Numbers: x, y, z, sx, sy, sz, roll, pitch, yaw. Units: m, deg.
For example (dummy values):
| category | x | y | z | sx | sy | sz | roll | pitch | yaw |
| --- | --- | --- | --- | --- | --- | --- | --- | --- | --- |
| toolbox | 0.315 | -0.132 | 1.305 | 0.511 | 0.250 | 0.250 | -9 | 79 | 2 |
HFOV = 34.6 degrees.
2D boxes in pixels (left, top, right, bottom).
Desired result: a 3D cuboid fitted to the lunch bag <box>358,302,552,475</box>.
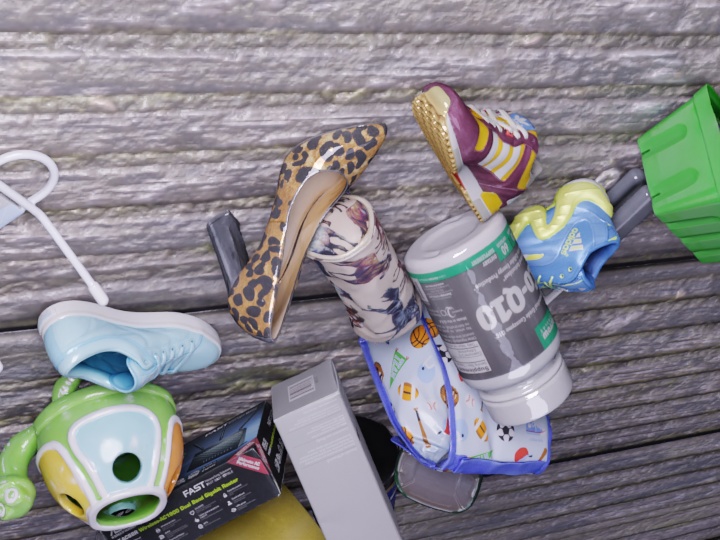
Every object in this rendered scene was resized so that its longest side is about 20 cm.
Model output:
| category | x | y | z | sx | sy | sz | roll | pitch | yaw |
| --- | --- | --- | --- | --- | --- | --- | --- | --- | --- |
| lunch bag | 0.111 | 0.138 | 1.284 | 0.169 | 0.201 | 0.124 | 9 | 134 | -41 |

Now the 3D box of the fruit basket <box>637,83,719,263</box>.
| category | x | y | z | sx | sy | sz | roll | pitch | yaw |
| --- | --- | --- | --- | --- | --- | --- | --- | --- | --- |
| fruit basket | 0.412 | -0.112 | 1.198 | 0.213 | 0.157 | 0.216 | -5 | 154 | -2 |

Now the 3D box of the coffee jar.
| category | x | y | z | sx | sy | sz | roll | pitch | yaw |
| --- | --- | --- | --- | --- | --- | --- | --- | --- | --- |
| coffee jar | 0.104 | 0.229 | 1.422 | 0.200 | 0.103 | 0.086 | -19 | 126 | -79 |

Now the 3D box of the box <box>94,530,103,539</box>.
| category | x | y | z | sx | sy | sz | roll | pitch | yaw |
| --- | --- | --- | --- | --- | --- | --- | --- | --- | --- |
| box | -0.258 | 0.326 | 1.341 | 0.109 | 0.035 | 0.200 | -21 | -169 | -4 |

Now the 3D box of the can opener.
| category | x | y | z | sx | sy | sz | roll | pitch | yaw |
| --- | --- | --- | --- | --- | --- | --- | --- | --- | --- |
| can opener | 0.242 | -0.032 | 1.266 | 0.066 | 0.053 | 0.200 | 19 | 126 | -45 |

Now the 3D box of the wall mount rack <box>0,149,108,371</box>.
| category | x | y | z | sx | sy | sz | roll | pitch | yaw |
| --- | --- | --- | --- | --- | --- | --- | --- | --- | --- |
| wall mount rack | -0.310 | -0.004 | 0.942 | 0.199 | 0.075 | 0.174 | -30 | 146 | 10 |

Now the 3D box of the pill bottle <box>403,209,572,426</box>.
| category | x | y | z | sx | sy | sz | roll | pitch | yaw |
| --- | --- | --- | --- | --- | --- | --- | --- | --- | --- |
| pill bottle | 0.134 | 0.048 | 1.171 | 0.112 | 0.113 | 0.201 | -27 | 107 | 5 |

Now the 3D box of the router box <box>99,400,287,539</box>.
| category | x | y | z | sx | sy | sz | roll | pitch | yaw |
| --- | --- | --- | --- | --- | --- | --- | --- | --- | --- |
| router box | -0.179 | 0.237 | 1.286 | 0.198 | 0.063 | 0.150 | -28 | -169 | 6 |

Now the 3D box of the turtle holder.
| category | x | y | z | sx | sy | sz | roll | pitch | yaw |
| --- | --- | --- | --- | --- | --- | --- | --- | --- | --- |
| turtle holder | -0.265 | 0.185 | 1.160 | 0.184 | 0.133 | 0.141 | 9 | 134 | -40 |

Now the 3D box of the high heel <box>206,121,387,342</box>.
| category | x | y | z | sx | sy | sz | roll | pitch | yaw |
| --- | --- | --- | --- | --- | --- | --- | --- | --- | --- |
| high heel | -0.039 | -0.033 | 1.010 | 0.199 | 0.144 | 0.071 | -34 | 145 | 15 |

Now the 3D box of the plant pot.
| category | x | y | z | sx | sy | sz | roll | pitch | yaw |
| --- | --- | --- | --- | --- | --- | --- | --- | --- | --- |
| plant pot | -0.121 | 0.357 | 1.468 | 0.142 | 0.200 | 0.201 | -38 | 148 | -12 |

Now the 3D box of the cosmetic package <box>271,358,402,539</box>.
| category | x | y | z | sx | sy | sz | roll | pitch | yaw |
| --- | --- | --- | --- | --- | --- | --- | --- | --- | --- |
| cosmetic package | -0.028 | 0.219 | 1.303 | 0.089 | 0.107 | 0.202 | -25 | 108 | 0 |

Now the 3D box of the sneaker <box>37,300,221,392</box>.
| category | x | y | z | sx | sy | sz | roll | pitch | yaw |
| --- | --- | --- | --- | --- | --- | --- | --- | --- | --- |
| sneaker | -0.216 | 0.088 | 1.119 | 0.198 | 0.083 | 0.074 | 9 | 135 | -40 |

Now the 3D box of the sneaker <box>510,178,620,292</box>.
| category | x | y | z | sx | sy | sz | roll | pitch | yaw |
| --- | --- | --- | --- | --- | --- | --- | --- | --- | --- |
| sneaker | 0.185 | -0.009 | 1.216 | 0.199 | 0.106 | 0.076 | -37 | 144 | 17 |

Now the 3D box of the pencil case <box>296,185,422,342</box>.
| category | x | y | z | sx | sy | sz | roll | pitch | yaw |
| --- | --- | --- | --- | --- | --- | --- | --- | --- | --- |
| pencil case | 0.000 | 0.000 | 1.139 | 0.078 | 0.089 | 0.200 | -49 | 148 | -11 |

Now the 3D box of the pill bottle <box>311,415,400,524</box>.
| category | x | y | z | sx | sy | sz | roll | pitch | yaw |
| --- | --- | --- | --- | --- | --- | --- | --- | --- | --- |
| pill bottle | -0.008 | 0.282 | 1.482 | 0.111 | 0.113 | 0.201 | -15 | 145 | -13 |

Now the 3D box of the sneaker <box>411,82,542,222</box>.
| category | x | y | z | sx | sy | sz | roll | pitch | yaw |
| --- | --- | --- | --- | --- | --- | --- | --- | --- | --- |
| sneaker | 0.112 | -0.125 | 1.055 | 0.090 | 0.075 | 0.200 | -35 | 152 | 1 |
